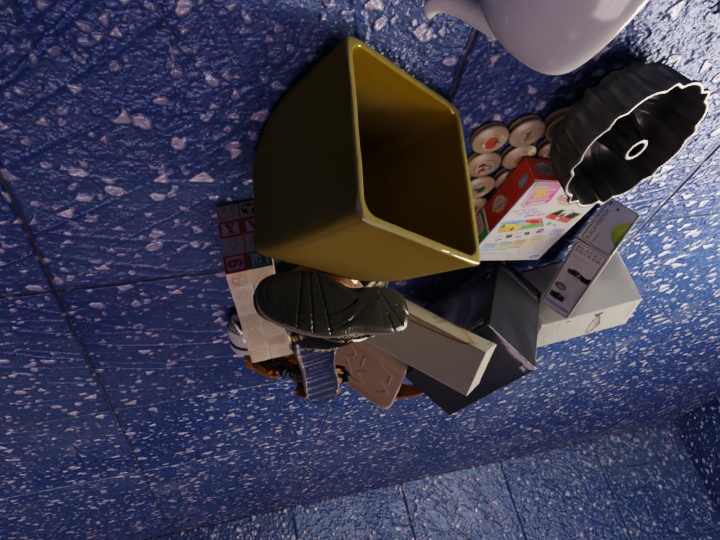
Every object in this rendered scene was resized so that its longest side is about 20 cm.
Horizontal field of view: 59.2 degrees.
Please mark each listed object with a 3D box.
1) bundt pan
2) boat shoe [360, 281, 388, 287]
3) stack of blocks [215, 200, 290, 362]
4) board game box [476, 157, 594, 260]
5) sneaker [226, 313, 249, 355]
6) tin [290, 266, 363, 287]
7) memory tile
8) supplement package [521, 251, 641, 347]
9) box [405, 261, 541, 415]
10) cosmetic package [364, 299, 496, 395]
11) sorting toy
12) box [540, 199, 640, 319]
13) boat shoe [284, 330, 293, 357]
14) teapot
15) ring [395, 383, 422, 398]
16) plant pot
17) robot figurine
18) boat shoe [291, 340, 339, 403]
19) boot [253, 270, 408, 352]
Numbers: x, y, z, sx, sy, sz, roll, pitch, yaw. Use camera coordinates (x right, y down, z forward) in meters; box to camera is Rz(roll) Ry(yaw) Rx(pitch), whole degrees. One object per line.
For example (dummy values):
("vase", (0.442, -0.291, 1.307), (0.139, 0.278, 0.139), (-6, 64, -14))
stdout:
("bundt pan", (0.323, -0.176, 0.791), (0.200, 0.076, 0.202), (-21, 151, -12))
("boat shoe", (0.000, 0.000, 0.972), (0.074, 0.069, 0.200), (-22, 151, 12))
("stack of blocks", (-0.142, 0.019, 0.852), (0.058, 0.116, 0.201), (-12, 141, -8))
("board game box", (0.257, -0.085, 0.948), (0.152, 0.041, 0.200), (-1, 149, -26))
("sneaker", (-0.127, 0.095, 1.081), (0.198, 0.077, 0.081), (-9, 143, -15))
("tin", (-0.075, 0.042, 0.972), (0.111, 0.042, 0.200), (26, 154, -20))
("memory tile", (0.214, -0.142, 0.882), (0.152, 0.017, 0.201), (-12, 151, -7))
("supplement package", (0.413, 0.056, 1.229), (0.198, 0.118, 0.117), (-15, 151, -2))
("box", (0.200, 0.111, 1.111), (0.123, 0.199, 0.200), (40, 127, -14))
("cosmetic package", (0.096, 0.104, 0.963), (0.074, 0.199, 0.103), (-67, 162, 9))
("sorting toy", (0.000, 0.170, 1.207), (0.037, 0.184, 0.201), (-50, 166, -31))
("box", (0.387, -0.017, 1.081), (0.117, 0.060, 0.201), (-44, 159, -27))
("boat shoe", (-0.111, 0.104, 1.004), (0.199, 0.065, 0.071), (28, 153, -34))
("teapot", (0.157, -0.268, 0.493), (0.146, 0.198, 0.201), (34, 101, -10))
("ring", (0.136, 0.194, 1.292), (0.199, 0.201, 0.019), (-27, 107, 20))
("plant pot", (-0.013, -0.087, 0.694), (0.199, 0.197, 0.193), (-22, 154, 38))
("robot figurine", (-0.112, 0.177, 1.131), (0.144, 0.059, 0.199), (7, -173, -44))
("boat shoe", (-0.074, 0.109, 0.946), (0.072, 0.072, 0.201), (-12, 129, -21))
("boot", (-0.061, 0.061, 0.777), (0.202, 0.074, 0.153), (8, 159, -34))
